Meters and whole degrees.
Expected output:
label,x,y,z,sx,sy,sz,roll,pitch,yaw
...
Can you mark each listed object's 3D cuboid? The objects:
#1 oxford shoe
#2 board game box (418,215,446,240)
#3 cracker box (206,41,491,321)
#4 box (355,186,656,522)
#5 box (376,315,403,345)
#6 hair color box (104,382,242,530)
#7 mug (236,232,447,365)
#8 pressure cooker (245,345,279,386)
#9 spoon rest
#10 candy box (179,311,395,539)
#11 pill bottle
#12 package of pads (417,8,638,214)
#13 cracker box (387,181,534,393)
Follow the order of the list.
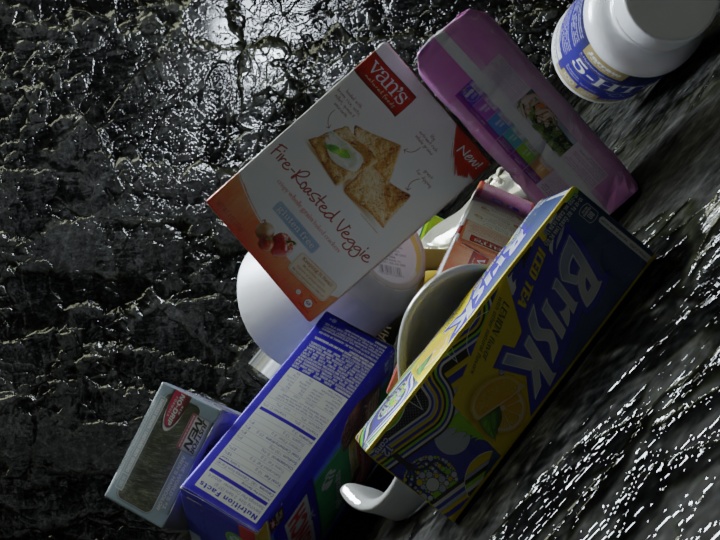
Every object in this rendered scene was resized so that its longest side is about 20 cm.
label,x,y,z,sx,sy,sz,roll,pitch,yaw
oxford shoe,0.141,-0.072,0.960,0.200,0.058,0.075,-26,27,30
board game box,0.074,-0.045,1.148,0.200,0.101,0.048,14,-84,-63
cracker box,-0.009,-0.072,0.791,0.200,0.134,0.058,-41,-1,5
box,0.086,0.048,0.575,0.200,0.070,0.064,-51,3,-7
box,-0.032,0.129,1.070,0.200,0.044,0.160,-47,13,43
hair color box,-0.125,0.167,0.808,0.099,0.061,0.200,-64,-21,-9
mug,-0.008,-0.004,0.918,0.153,0.149,0.187,-32,11,46
pressure cooker,-0.162,0.222,2.329,0.200,0.179,0.176,-51,26,-10
spoon rest,0.051,0.088,0.635,0.200,0.099,0.061,-65,22,15
candy box,-0.053,0.164,0.785,0.200,0.077,0.169,-50,-24,-35
pill bottle,0.273,-0.246,0.945,0.120,0.120,0.200,-51,1,-3
package of pads,0.134,-0.123,0.777,0.076,0.200,0.121,-43,3,16
cracker box,0.086,0.016,0.766,0.200,0.058,0.134,-56,-11,-70
